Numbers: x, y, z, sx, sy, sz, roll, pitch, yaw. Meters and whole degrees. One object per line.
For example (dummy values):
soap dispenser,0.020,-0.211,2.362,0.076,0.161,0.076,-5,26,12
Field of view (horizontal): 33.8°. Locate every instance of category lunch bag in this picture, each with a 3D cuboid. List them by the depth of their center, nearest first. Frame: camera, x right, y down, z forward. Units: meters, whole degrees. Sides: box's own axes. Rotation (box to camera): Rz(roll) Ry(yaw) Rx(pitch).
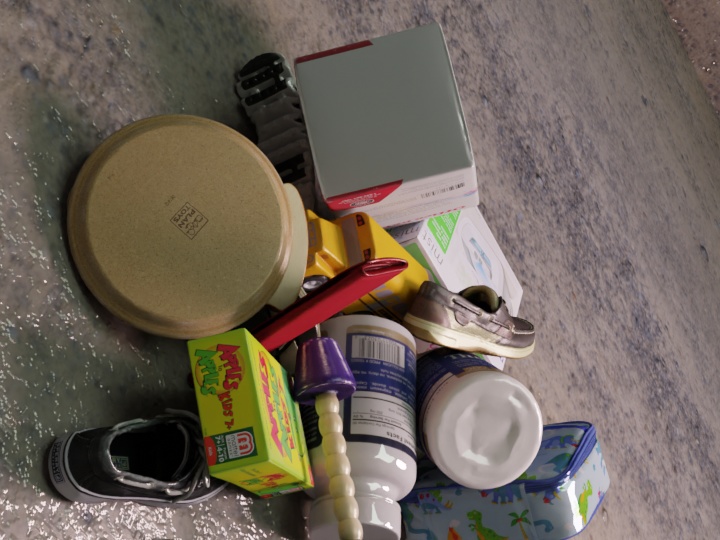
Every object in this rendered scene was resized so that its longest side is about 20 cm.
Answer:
lunch bag,0.146,0.218,1.217,0.161,0.200,0.083,-31,107,-58

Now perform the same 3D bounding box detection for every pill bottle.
pill bottle,-0.003,0.152,1.098,0.111,0.111,0.200,38,43,-43
pill bottle,0.097,0.137,1.177,0.111,0.111,0.200,64,-8,-11

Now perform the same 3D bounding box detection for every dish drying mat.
dish drying mat,-0.055,0.042,0.989,0.077,0.200,0.018,-9,69,-59

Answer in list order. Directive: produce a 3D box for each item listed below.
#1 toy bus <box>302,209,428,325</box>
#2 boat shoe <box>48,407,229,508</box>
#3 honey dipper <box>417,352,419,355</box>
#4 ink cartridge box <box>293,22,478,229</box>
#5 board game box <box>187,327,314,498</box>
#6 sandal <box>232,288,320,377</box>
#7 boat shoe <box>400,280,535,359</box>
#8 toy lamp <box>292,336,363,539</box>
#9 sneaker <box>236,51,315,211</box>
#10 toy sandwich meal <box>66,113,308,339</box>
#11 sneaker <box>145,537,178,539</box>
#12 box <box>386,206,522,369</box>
toy bus,0.000,0.000,1.156,0.200,0.078,0.065,40,35,-58
boat shoe,-0.145,0.140,0.911,0.199,0.068,0.074,20,56,-56
honey dipper,0.014,0.061,1.257,0.200,0.038,0.038,49,36,-30
ink cartridge box,0.031,-0.131,1.171,0.200,0.145,0.145,54,23,-79
board game box,-0.084,0.121,0.956,0.200,0.047,0.102,66,11,-73
sandal,-0.093,0.004,1.075,0.201,0.080,0.057,65,16,-10
boat shoe,0.123,0.048,1.211,0.200,0.073,0.065,8,105,-52
toy lamp,-0.021,0.154,1.004,0.058,0.058,0.200,23,50,-52
sneaker,-0.070,-0.119,1.190,0.081,0.075,0.200,34,46,-59
toy sandwich meal,-0.142,-0.034,0.980,0.205,0.070,0.206,3,80,-19
sneaker,-0.101,0.235,0.907,0.200,0.091,0.078,15,60,-55
box,0.089,0.009,1.352,0.200,0.097,0.177,59,30,-22
